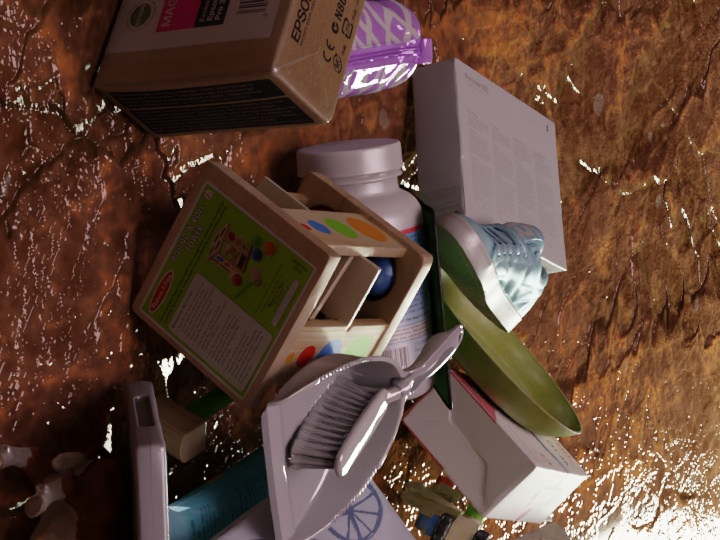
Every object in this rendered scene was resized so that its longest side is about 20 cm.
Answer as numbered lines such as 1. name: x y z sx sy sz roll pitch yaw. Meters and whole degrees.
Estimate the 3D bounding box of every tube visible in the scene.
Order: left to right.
1. tube: -0.073 0.162 1.300 0.200 0.050 0.078 -32 121 -44

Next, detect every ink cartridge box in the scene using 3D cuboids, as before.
1. ink cartridge box: -0.078 -0.198 1.217 0.075 0.165 0.200 39 58 -48
2. ink cartridge box: 0.126 0.158 1.550 0.067 0.117 0.200 -45 158 9

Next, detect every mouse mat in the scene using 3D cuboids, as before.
1. mouse mat: 0.053 0.017 1.456 0.200 0.008 0.161 -118 -158 -79

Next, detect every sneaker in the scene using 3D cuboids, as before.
1. sneaker: 0.113 -0.018 1.492 0.082 0.074 0.200 -49 157 -5

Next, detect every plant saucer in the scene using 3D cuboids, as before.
1. plant saucer: 0.117 0.077 1.548 0.031 0.200 0.200 -42 143 10

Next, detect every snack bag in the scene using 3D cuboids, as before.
1. snack bag: -0.015 0.245 1.241 0.188 0.021 0.200 -34 84 -37

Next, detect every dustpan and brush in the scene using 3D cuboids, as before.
1. dustpan and brush: 0.008 0.093 1.241 0.200 0.057 0.140 -51 147 -43

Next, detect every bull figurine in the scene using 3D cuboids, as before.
1. bull figurine: -0.194 0.206 1.130 0.121 0.065 0.200 36 51 -56

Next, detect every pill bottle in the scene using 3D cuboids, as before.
1. pill bottle: 0.000 0.000 1.393 0.109 0.109 0.200 -20 107 -55

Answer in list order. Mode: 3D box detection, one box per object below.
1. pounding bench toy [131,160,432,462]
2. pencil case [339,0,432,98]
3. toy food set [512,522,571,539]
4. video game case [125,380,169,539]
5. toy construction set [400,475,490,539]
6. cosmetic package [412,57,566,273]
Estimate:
1. pounding bench toy: -0.067 0.041 1.273 0.156 0.124 0.200 2 121 -58
2. pencil case: -0.030 -0.170 1.365 0.200 0.085 0.084 -23 114 -55
3. toy food set: 0.118 0.329 1.579 0.143 0.060 0.200 -6 121 -63
4. video game case: -0.139 0.189 1.151 0.182 0.022 0.200 -136 -136 -77
5. toy construction set: 0.063 0.268 1.492 0.131 0.092 0.200 81 21 -69
6. cosmetic package: 0.119 -0.089 1.603 0.200 0.052 0.151 23 61 -55
